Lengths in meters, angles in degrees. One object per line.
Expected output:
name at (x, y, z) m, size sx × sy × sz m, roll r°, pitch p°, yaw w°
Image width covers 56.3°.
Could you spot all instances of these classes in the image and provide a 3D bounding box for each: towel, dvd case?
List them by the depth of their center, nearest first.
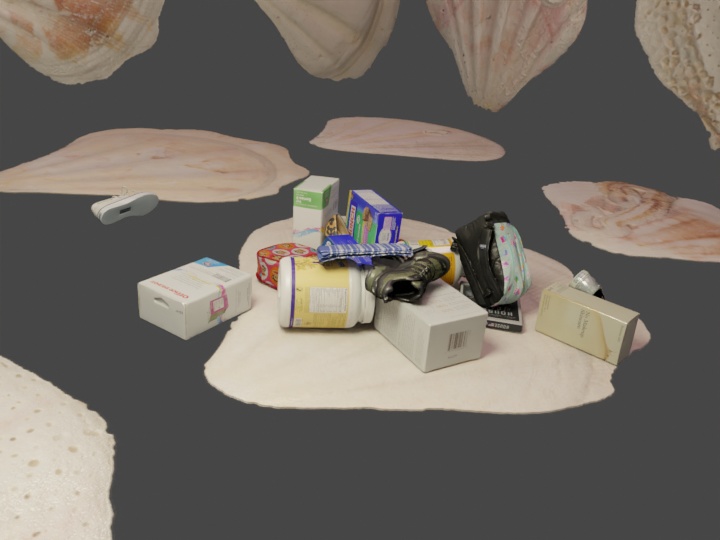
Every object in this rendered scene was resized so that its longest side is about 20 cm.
towel at (0.006, -0.039, 1.414) m, size 0.195 × 0.024 × 0.145 m, roll -2°, pitch 8°, yaw -5°
dvd case at (0.305, 0.082, 1.594) m, size 0.147 × 0.025 × 0.201 m, roll 9°, pitch 23°, yaw 7°

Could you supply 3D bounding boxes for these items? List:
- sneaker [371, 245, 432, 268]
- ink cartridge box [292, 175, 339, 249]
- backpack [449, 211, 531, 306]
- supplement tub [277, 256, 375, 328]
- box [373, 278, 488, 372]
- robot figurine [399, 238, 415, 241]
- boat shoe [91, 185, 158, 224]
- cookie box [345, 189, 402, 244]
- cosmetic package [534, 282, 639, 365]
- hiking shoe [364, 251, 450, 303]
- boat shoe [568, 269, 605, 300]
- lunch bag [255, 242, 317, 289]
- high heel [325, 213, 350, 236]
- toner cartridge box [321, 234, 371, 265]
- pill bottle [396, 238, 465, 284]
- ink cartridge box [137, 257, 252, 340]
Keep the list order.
sneaker at (0.107, -0.017, 1.493) m, size 0.127 × 0.081 × 0.198 m, roll -18°, pitch -13°, yaw 19°
ink cartridge box at (-0.117, -0.130, 1.759) m, size 0.085 × 0.204 × 0.146 m, roll 7°, pitch 23°, yaw 13°
backpack at (0.308, -0.021, 1.554) m, size 0.124 × 0.204 × 0.167 m, roll -10°, pitch -12°, yaw -26°
supplement tub at (-0.075, 0.047, 1.425) m, size 0.195 × 0.149 × 0.146 m, roll 1°, pitch 23°, yaw -10°
box at (0.141, 0.102, 1.398) m, size 0.149 × 0.109 × 0.200 m, roll -8°, pitch 27°, yaw -28°
robot figurine at (0.193, -0.040, 1.805) m, size 0.195 × 0.059 × 0.146 m, roll 3°, pitch 24°, yaw -6°
boat shoe at (-0.677, -0.193, 1.923) m, size 0.086 × 0.076 × 0.201 m, roll 36°, pitch 41°, yaw 22°
cookie box at (0.027, -0.101, 1.766) m, size 0.074 × 0.175 × 0.200 m, roll -1°, pitch 23°, yaw -23°
cosmetic package at (0.490, 0.112, 1.469) m, size 0.198 × 0.106 × 0.072 m, roll 24°, pitch 30°, yaw 39°
hiking shoe at (0.110, 0.025, 1.359) m, size 0.196 × 0.077 × 0.101 m, roll -17°, pitch 40°, yaw -24°
boat shoe at (0.534, 0.064, 1.572) m, size 0.072 × 0.070 × 0.201 m, roll 50°, pitch 5°, yaw 29°
lunch bag at (-0.137, -0.008, 1.619) m, size 0.197 × 0.084 × 0.175 m, roll 21°, pitch 27°, yaw 32°
high heel at (-0.018, -0.050, 1.668) m, size 0.071 × 0.146 × 0.198 m, roll -16°, pitch 31°, yaw -43°
toner cartridge box at (0.000, 0.000, 1.563) m, size 0.200 × 0.043 × 0.094 m, roll 48°, pitch 29°, yaw 22°
pill bottle at (0.187, -0.019, 1.667) m, size 0.195 × 0.115 × 0.113 m, roll -4°, pitch 24°, yaw -7°
ink cartridge box at (-0.346, 0.054, 1.420) m, size 0.142 × 0.087 × 0.199 m, roll 19°, pitch 25°, yaw 29°
